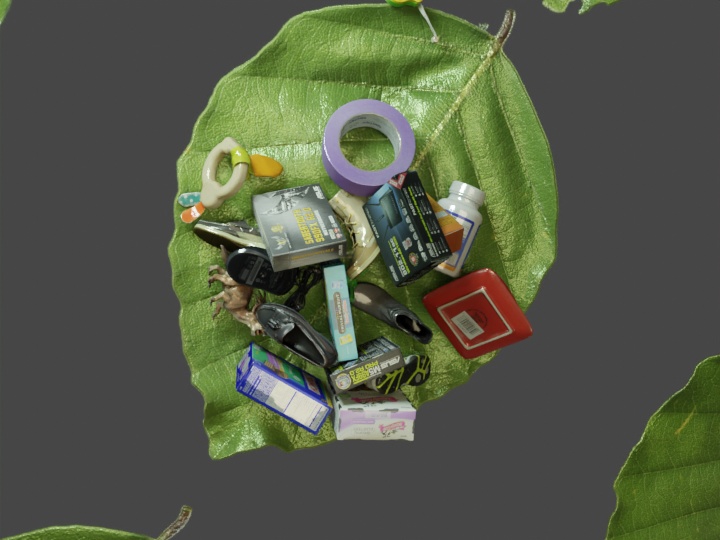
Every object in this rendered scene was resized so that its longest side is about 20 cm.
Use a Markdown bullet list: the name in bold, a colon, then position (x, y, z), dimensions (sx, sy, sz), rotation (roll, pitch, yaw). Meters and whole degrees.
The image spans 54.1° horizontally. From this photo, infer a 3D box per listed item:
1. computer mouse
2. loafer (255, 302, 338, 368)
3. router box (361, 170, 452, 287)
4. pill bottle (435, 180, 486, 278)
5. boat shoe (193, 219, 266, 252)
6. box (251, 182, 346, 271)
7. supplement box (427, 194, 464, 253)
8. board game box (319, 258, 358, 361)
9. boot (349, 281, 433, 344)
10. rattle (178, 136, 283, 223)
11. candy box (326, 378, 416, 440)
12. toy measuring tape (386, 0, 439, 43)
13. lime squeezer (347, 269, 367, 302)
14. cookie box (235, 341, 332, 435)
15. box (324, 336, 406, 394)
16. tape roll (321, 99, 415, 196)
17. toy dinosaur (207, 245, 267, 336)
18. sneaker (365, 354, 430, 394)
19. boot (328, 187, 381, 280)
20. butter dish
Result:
- **computer mouse**: position (-0.194, 0.006, 1.503), dimensions (0.199, 0.053, 0.139), rotation (26, 115, -21)
- **loafer**: position (-0.136, 0.134, 1.465), dimensions (0.199, 0.063, 0.072), rotation (34, 103, 7)
- **router box**: position (0.093, -0.085, 1.471), dimensions (0.062, 0.150, 0.202), rotation (-15, 77, -32)
- **pill bottle**: position (0.208, -0.094, 1.594), dimensions (0.111, 0.112, 0.202), rotation (22, 91, -12)
- **boat shoe**: position (-0.259, -0.076, 1.534), dimensions (0.199, 0.072, 0.067), rotation (17, 66, -3)
- **box**: position (-0.132, -0.095, 1.487), dimensions (0.157, 0.201, 0.049), rotation (-12, 136, -14)
- **supplement box**: position (0.139, -0.115, 1.525), dimensions (0.068, 0.200, 0.067), rotation (-23, 138, -23)
- **board game box**: position (-0.050, 0.081, 1.544), dimensions (0.046, 0.151, 0.202), rotation (-9, 98, -6)
- **boot**: position (0.068, 0.091, 1.577), dimensions (0.198, 0.132, 0.070), rotation (25, 93, -12)
- **rattle**: position (-0.286, -0.179, 1.533), dimensions (0.130, 0.143, 0.201), rotation (38, 106, 19)
- **candy box**: position (0.018, 0.303, 1.556), dimensions (0.166, 0.200, 0.072), rotation (4, 99, -12)
- **toy measuring tape**: position (0.100, -0.579, 1.541), dimensions (0.073, 0.074, 0.201), rotation (-29, 100, -6)
- **lime squeezer**: position (0.000, 0.000, 1.584), dimensions (0.038, 0.071, 0.201), rotation (41, 52, -10)
- **cookie box**: position (-0.167, 0.252, 1.533), dimensions (0.199, 0.171, 0.076), rotation (32, 93, -13)
- **box**: position (0.002, 0.203, 1.542), dimensions (0.159, 0.200, 0.045), rotation (-22, 95, -8)
- **tape roll**: position (0.016, -0.265, 1.527), dimensions (0.198, 0.066, 0.202), rotation (2, 75, -7)
- **toy dinosaur**: position (-0.261, 0.042, 1.537), dimensions (0.134, 0.086, 0.202), rotation (-5, 93, -10)
- **sneaker**: position (0.085, 0.227, 1.606), dimensions (0.199, 0.076, 0.076), rotation (-2, 98, -46)
- **boot**: position (-0.018, -0.092, 1.544), dimensions (0.155, 0.073, 0.201), rotation (39, 60, -11)
- **butter dish**: position (0.275, 0.073, 1.615), dimensions (0.198, 0.148, 0.201), rotation (-27, 110, 34)
